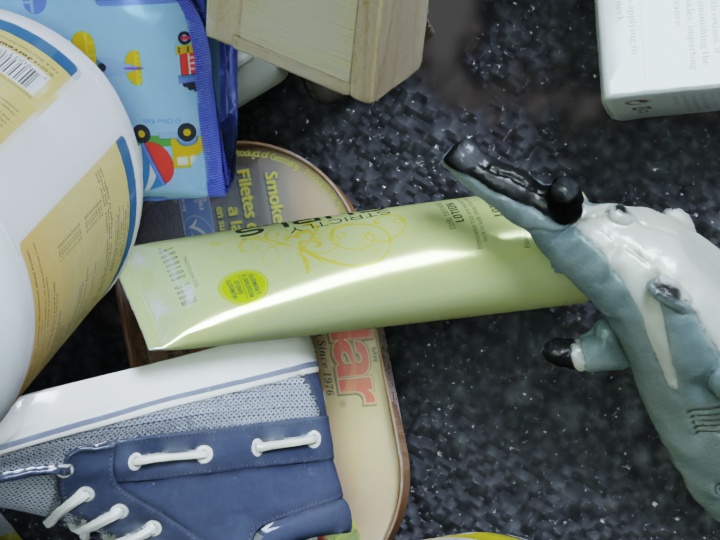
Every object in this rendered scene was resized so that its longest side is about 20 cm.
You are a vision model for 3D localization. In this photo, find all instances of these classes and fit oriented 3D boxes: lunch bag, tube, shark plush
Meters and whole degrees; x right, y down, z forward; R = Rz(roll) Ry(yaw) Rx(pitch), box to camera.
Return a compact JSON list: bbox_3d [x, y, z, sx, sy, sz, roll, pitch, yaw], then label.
[{"bbox_3d":[-0.128,-0.112,1.202,0.149,0.094,0.201,-2,99,12],"label":"lunch bag"},{"bbox_3d":[0.000,0.000,1.207,0.199,0.058,0.052,-7,82,-15],"label":"tube"},{"bbox_3d":[0.110,0.024,1.185,0.200,0.091,0.083,35,122,-25],"label":"shark plush"}]

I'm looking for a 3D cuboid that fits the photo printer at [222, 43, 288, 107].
[{"bbox_3d":[-0.153,-0.106,1.275,0.199,0.069,0.167,-31,81,8],"label":"photo printer"}]

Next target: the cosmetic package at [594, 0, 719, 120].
[{"bbox_3d":[0.197,-0.123,1.209,0.199,0.074,0.102,-4,85,9],"label":"cosmetic package"}]

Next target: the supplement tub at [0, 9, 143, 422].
[{"bbox_3d":[-0.176,-0.007,1.104,0.144,0.200,0.146,6,113,13],"label":"supplement tub"}]

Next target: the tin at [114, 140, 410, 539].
[{"bbox_3d":[-0.040,0.045,1.261,0.111,0.042,0.201,-11,84,14],"label":"tin"}]

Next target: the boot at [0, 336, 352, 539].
[{"bbox_3d":[-0.099,0.089,1.182,0.199,0.073,0.091,-14,86,-20],"label":"boot"}]

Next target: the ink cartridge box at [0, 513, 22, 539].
[{"bbox_3d":[-0.179,0.156,1.223,0.083,0.146,0.200,-42,80,7],"label":"ink cartridge box"}]

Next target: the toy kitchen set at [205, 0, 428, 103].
[{"bbox_3d":[-0.002,-0.209,1.159,0.163,0.200,0.181,24,128,25],"label":"toy kitchen set"}]

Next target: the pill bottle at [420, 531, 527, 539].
[{"bbox_3d":[0.037,0.162,1.155,0.112,0.200,0.113,-1,87,11],"label":"pill bottle"}]

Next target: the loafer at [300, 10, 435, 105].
[{"bbox_3d":[-0.015,-0.175,1.260,0.071,0.073,0.201,-15,89,-1],"label":"loafer"}]
